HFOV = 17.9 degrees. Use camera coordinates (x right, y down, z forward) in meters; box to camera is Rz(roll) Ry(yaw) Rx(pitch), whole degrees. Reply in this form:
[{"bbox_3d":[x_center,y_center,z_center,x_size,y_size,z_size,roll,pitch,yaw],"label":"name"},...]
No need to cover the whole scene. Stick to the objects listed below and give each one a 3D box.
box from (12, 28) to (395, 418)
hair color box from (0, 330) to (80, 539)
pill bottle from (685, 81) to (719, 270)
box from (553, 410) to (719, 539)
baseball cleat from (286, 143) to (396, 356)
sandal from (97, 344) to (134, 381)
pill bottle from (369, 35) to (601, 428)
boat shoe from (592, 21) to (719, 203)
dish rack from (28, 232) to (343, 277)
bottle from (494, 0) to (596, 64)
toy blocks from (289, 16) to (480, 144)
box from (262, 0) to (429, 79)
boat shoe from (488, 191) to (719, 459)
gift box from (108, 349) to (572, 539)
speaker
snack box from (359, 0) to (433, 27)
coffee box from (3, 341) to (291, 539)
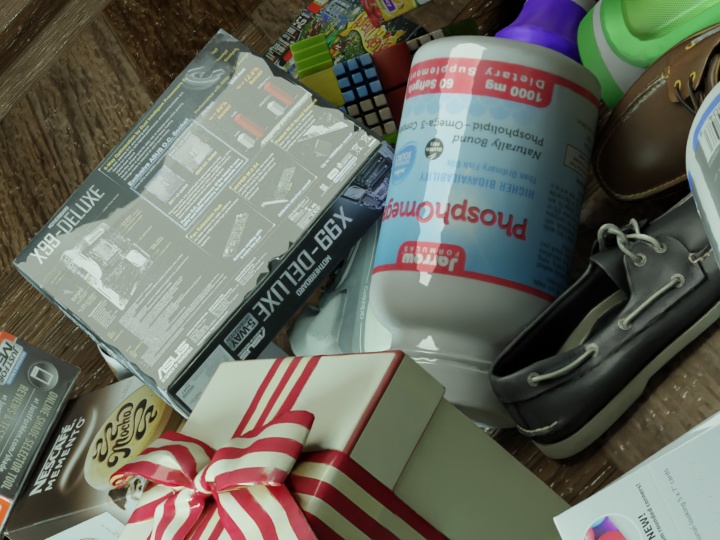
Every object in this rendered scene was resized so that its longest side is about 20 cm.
[{"bbox_3d":[-0.091,-0.030,1.384,0.158,0.050,0.200,35,81,35],"label":"box"},{"bbox_3d":[-0.256,0.138,1.563,0.111,0.064,0.200,-66,6,-33],"label":"hair color box"},{"bbox_3d":[0.220,-0.011,1.045,0.114,0.114,0.200,-39,27,19],"label":"pill bottle"},{"bbox_3d":[0.191,0.117,0.918,0.200,0.041,0.156,-37,59,23],"label":"box"},{"bbox_3d":[0.000,0.000,1.421,0.106,0.070,0.200,-28,31,22],"label":"baseball cleat"},{"bbox_3d":[-0.140,0.033,1.528,0.079,0.059,0.207,-45,-6,-11],"label":"sandal"},{"bbox_3d":[0.065,-0.020,1.261,0.109,0.109,0.201,-5,71,55],"label":"pill bottle"},{"bbox_3d":[0.195,-0.098,1.222,0.200,0.072,0.068,-35,-3,34],"label":"boat shoe"},{"bbox_3d":[-0.116,-0.024,1.530,0.153,0.199,0.055,14,103,61],"label":"dish rack"},{"bbox_3d":[0.093,-0.090,1.396,0.083,0.065,0.200,10,56,22],"label":"bottle"},{"bbox_3d":[-0.008,-0.108,1.493,0.199,0.100,0.137,-20,5,2],"label":"toy blocks"},{"bbox_3d":[-0.023,-0.137,1.691,0.137,0.038,0.200,-49,26,0],"label":"box"},{"bbox_3d":[0.146,0.006,1.196,0.200,0.063,0.073,-49,23,-2],"label":"boat shoe"},{"bbox_3d":[-0.019,0.155,1.112,0.184,0.187,0.200,-13,42,52],"label":"gift box"},{"bbox_3d":[0.220,-0.158,1.283,0.200,0.088,0.089,-31,31,33],"label":"speaker"},{"bbox_3d":[0.099,-0.244,1.549,0.142,0.053,0.200,-22,13,45],"label":"snack box"},{"bbox_3d":[-0.120,0.124,1.435,0.200,0.080,0.113,-21,37,44],"label":"coffee box"}]
